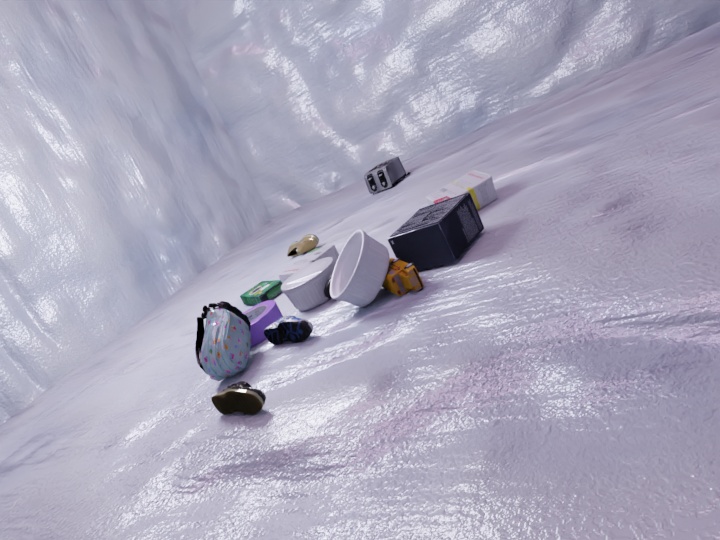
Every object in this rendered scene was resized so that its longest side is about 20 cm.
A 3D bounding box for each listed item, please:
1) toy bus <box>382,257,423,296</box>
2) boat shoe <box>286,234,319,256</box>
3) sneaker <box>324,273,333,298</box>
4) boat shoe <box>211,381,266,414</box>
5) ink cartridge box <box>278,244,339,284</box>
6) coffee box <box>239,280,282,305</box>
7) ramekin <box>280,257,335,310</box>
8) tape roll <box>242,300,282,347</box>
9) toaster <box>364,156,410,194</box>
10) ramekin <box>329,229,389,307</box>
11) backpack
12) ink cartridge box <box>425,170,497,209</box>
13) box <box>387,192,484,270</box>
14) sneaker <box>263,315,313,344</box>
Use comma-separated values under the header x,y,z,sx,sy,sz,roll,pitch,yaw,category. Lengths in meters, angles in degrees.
x,y,z,sx,sy,sz,roll,pitch,yaw,category
0.102,0.017,1.540,0.077,0.067,0.200,-30,16,-9,toy bus
-0.267,-0.103,2.591,0.197,0.072,0.077,-24,28,44,boat shoe
-0.025,0.031,1.715,0.196,0.077,0.091,-29,22,8,sneaker
-0.281,0.293,1.327,0.198,0.073,0.066,-20,21,45,boat shoe
-0.184,-0.003,2.068,0.199,0.086,0.144,-39,18,-33,ink cartridge box
-0.385,0.088,2.212,0.122,0.045,0.197,-37,18,-30,coffee box
-0.155,0.049,1.837,0.197,0.096,0.203,-26,15,7,ramekin
-0.346,0.178,1.820,0.195,0.067,0.201,-26,16,8,tape roll
0.141,-0.522,3.078,0.178,0.121,0.199,-11,23,45,toaster
0.000,0.000,1.561,0.202,0.095,0.204,-55,21,34,ramekin
-0.385,0.205,1.600,0.124,0.167,0.205,-24,44,27,backpack
0.339,-0.245,1.889,0.196,0.085,0.145,-30,23,-6,ink cartridge box
0.216,-0.104,1.612,0.197,0.126,0.198,-14,19,46,box
-0.199,0.157,1.603,0.196,0.077,0.077,-10,27,46,sneaker
